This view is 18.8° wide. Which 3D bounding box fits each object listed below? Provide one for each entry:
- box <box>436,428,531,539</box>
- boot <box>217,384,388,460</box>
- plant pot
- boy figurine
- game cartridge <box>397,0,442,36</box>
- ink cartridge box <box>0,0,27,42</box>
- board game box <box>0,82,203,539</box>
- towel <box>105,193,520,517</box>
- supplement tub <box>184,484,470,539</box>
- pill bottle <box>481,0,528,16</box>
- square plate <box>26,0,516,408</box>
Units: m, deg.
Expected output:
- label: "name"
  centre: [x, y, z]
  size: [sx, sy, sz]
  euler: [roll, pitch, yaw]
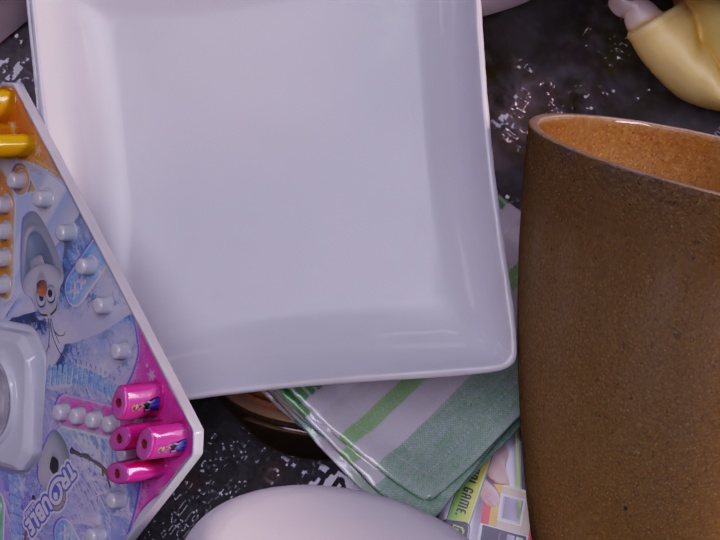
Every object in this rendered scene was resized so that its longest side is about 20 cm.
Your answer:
- label: "box"
  centre: [0.113, 0.055, 1.003]
  size: [0.109, 0.035, 0.201]
  euler: [18, 81, 8]
- label: "boot"
  centre: [-0.040, 0.001, 1.012]
  size: [0.199, 0.074, 0.156]
  euler: [12, 74, 2]
- label: "plant pot"
  centre: [0.141, 0.054, 0.901]
  size: [0.185, 0.186, 0.201]
  euler: [12, 101, 7]
- label: "boy figurine"
  centre: [0.180, -0.122, 1.018]
  size: [0.124, 0.064, 0.201]
  euler: [-9, 76, -3]
- label: "game cartridge"
  centre: [-0.037, -0.194, 0.991]
  size: [0.199, 0.032, 0.178]
  euler: [5, 100, 39]
- label: "ink cartridge box"
  centre: [-0.223, -0.217, 1.029]
  size: [0.083, 0.146, 0.200]
  euler: [-40, 78, -2]
- label: "board game box"
  centre: [-0.163, 0.055, 0.948]
  size: [0.200, 0.026, 0.201]
  euler: [-51, 57, 35]
- label: "towel"
  centre: [0.000, 0.000, 0.974]
  size: [0.200, 0.023, 0.153]
  euler: [41, 67, 11]
- label: "supplement tub"
  centre: [-0.023, 0.207, 0.897]
  size: [0.144, 0.145, 0.201]
  euler: [18, 115, 8]
- label: "pill bottle"
  centre: [0.032, -0.225, 1.025]
  size: [0.113, 0.114, 0.201]
  euler: [-11, 79, 3]
- label: "square plate"
  centre: [-0.039, -0.047, 0.926]
  size: [0.199, 0.028, 0.200]
  euler: [-6, 86, 11]
